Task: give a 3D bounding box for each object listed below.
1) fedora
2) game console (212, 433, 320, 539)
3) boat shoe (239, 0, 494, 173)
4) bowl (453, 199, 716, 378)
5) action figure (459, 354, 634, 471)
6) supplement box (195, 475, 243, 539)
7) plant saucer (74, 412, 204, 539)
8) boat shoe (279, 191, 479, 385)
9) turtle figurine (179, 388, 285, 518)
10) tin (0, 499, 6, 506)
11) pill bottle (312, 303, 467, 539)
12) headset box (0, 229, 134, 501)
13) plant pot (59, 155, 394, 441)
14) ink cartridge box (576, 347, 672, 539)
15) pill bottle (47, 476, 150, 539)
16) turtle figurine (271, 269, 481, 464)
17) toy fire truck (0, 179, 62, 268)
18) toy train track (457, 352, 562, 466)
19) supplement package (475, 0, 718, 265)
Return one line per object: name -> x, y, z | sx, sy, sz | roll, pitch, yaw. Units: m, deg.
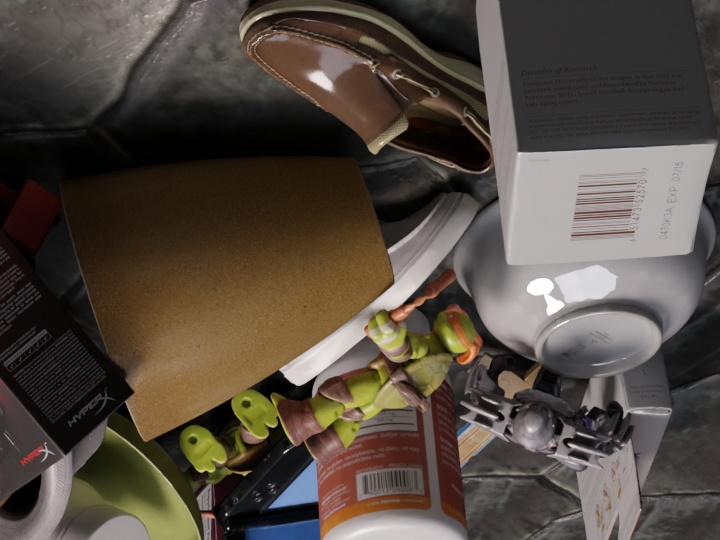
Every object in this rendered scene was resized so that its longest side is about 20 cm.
fedora -> -0.257, 0.111, 1.634 | 0.090, 0.177, 0.201 | -26, 146, -39
game console -> -0.014, 0.218, 1.768 | 0.199, 0.117, 0.176 | -2, 143, -49
boat shoe -> 0.014, -0.116, 1.372 | 0.201, 0.075, 0.075 | 16, 142, -29
bowl -> 0.172, 0.018, 1.587 | 0.199, 0.091, 0.202 | -4, 146, -2
action figure -> 0.142, 0.108, 1.612 | 0.130, 0.070, 0.200 | 31, -178, 12
supplement box -> -0.112, 0.279, 1.936 | 0.130, 0.104, 0.200 | 11, 145, -23
plant saucer -> -0.203, 0.173, 1.746 | 0.199, 0.031, 0.201 | 27, 144, 21
boat shoe -> 0.000, 0.000, 1.557 | 0.069, 0.072, 0.200 | 45, 119, -7
turtle figurine -> -0.088, 0.142, 1.764 | 0.199, 0.065, 0.161 | -20, 161, 0
tin -> -0.331, 0.138, 1.585 | 0.199, 0.042, 0.112 | -10, 125, 45
pill bottle -> 0.020, 0.131, 1.637 | 0.111, 0.201, 0.112 | -3, 147, -2
headset box -> -0.264, 0.047, 1.396 | 0.200, 0.077, 0.149 | 50, 140, -5
plant pot -> -0.084, -0.004, 1.461 | 0.199, 0.187, 0.187 | -19, 147, -2
ink cartridge box -> 0.216, 0.160, 1.733 | 0.043, 0.175, 0.200 | -2, 147, -7
pill bottle -> -0.273, 0.218, 1.731 | 0.199, 0.120, 0.120 | 13, 160, 35
turtle figurine -> 0.025, 0.077, 1.524 | 0.161, 0.065, 0.200 | -33, 166, 6
toy fire truck -> -0.279, -0.047, 1.443 | 0.141, 0.049, 0.200 | 31, 151, -12
toy train track -> 0.100, 0.122, 1.757 | 0.200, 0.033, 0.115 | -44, 123, 17
supplement package -> 0.136, -0.120, 1.267 | 0.116, 0.201, 0.117 | -4, 148, -1
